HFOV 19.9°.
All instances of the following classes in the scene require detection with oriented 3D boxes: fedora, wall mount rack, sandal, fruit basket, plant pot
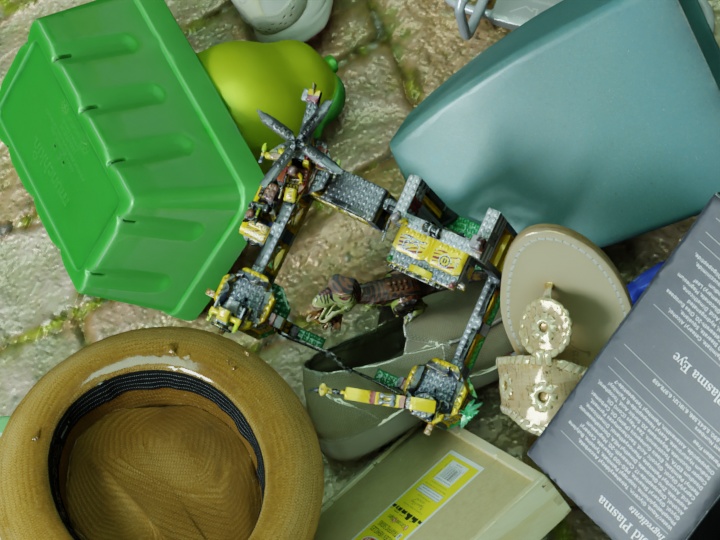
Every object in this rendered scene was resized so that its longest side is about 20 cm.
[{"bbox_3d":[-0.112,0.131,1.175,0.199,0.082,0.202,-3,57,4],"label":"fedora"},{"bbox_3d":[0.150,-0.222,1.380,0.199,0.075,0.175,17,70,17],"label":"wall mount rack"},{"bbox_3d":[0.114,0.076,1.168,0.077,0.213,0.070,5,44,13],"label":"sandal"},{"bbox_3d":[-0.115,-0.087,1.356,0.214,0.156,0.216,21,41,-19],"label":"fruit basket"},{"bbox_3d":[0.129,-0.087,1.265,0.199,0.141,0.142,-24,101,15],"label":"plant pot"}]

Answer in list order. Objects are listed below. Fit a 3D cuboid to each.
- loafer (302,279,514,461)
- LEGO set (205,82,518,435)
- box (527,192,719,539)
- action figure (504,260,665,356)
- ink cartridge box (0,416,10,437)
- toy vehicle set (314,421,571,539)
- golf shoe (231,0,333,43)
[{"bbox_3d":[0.048,0.041,1.270,0.199,0.068,0.076,-35,25,-5],"label":"loafer"},{"bbox_3d":[0.000,0.000,1.187,0.199,0.116,0.154,33,88,17],"label":"LEGO set"},{"bbox_3d":[0.219,0.059,1.133,0.104,0.200,0.183,43,113,25],"label":"box"},{"bbox_3d":[0.178,0.022,1.224,0.199,0.099,0.066,-24,95,-13],"label":"action figure"},{"bbox_3d":[-0.196,0.196,1.250,0.144,0.088,0.201,-3,63,10],"label":"ink cartridge box"},{"bbox_3d":[0.033,0.147,1.182,0.124,0.200,0.027,-41,106,-8],"label":"toy vehicle set"},{"bbox_3d":[-0.063,-0.254,1.422,0.075,0.091,0.201,-19,60,26],"label":"golf shoe"}]
